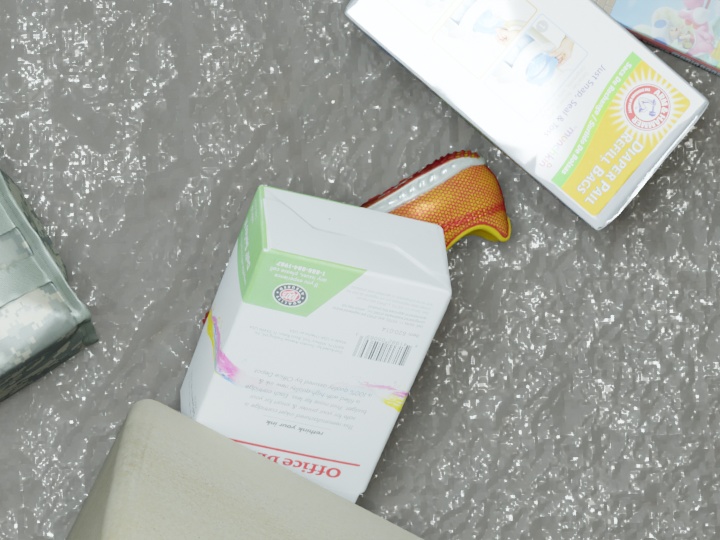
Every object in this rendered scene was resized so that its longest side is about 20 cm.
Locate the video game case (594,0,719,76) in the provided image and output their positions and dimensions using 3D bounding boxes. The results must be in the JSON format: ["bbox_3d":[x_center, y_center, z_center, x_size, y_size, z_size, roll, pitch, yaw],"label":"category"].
[{"bbox_3d":[0.229,-0.196,1.776,0.199,0.017,0.144,24,83,-2],"label":"video game case"}]

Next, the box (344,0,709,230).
[{"bbox_3d":[0.098,-0.125,1.704,0.200,0.112,0.101,41,93,0],"label":"box"}]

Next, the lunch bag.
[{"bbox_3d":[-0.270,-0.008,1.666,0.164,0.118,0.200,-31,82,-7],"label":"lunch bag"}]

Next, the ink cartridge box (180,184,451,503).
[{"bbox_3d":[-0.035,0.057,1.664,0.117,0.067,0.201,13,125,-16],"label":"ink cartridge box"}]

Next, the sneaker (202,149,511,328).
[{"bbox_3d":[0.000,0.000,1.711,0.199,0.073,0.077,-27,94,-5],"label":"sneaker"}]

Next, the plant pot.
[{"bbox_3d":[-0.093,0.225,1.591,0.199,0.177,0.201,27,108,-2],"label":"plant pot"}]
